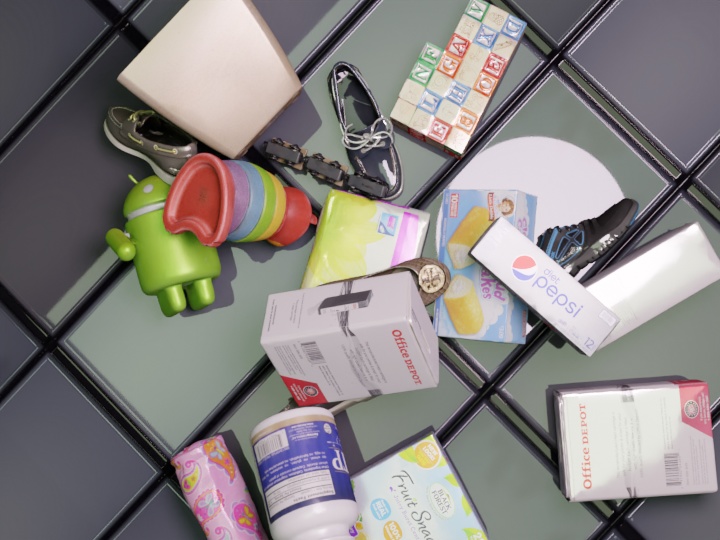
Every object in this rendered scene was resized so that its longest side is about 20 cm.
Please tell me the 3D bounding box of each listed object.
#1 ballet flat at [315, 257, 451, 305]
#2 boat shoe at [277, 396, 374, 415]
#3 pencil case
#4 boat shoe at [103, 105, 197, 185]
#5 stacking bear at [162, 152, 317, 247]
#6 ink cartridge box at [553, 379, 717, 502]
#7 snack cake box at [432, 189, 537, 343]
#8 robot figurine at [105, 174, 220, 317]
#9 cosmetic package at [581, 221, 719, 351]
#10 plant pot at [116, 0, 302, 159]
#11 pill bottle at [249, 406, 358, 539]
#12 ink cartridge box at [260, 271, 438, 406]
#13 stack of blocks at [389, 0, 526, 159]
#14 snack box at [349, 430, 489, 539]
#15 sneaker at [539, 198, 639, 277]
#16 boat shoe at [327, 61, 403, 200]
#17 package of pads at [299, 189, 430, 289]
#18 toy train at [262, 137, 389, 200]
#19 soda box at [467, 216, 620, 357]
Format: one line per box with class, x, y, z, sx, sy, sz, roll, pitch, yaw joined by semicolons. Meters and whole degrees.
ballet flat;0.024;0.027;1.409;0.197;0.046;0.068;-10;89;2
boat shoe;-0.049;0.173;1.465;0.198;0.067;0.058;-24;76;8
pencil case;-0.188;0.330;1.462;0.087;0.087;0.202;-27;87;2
boat shoe;-0.287;-0.186;1.461;0.201;0.072;0.061;36;133;34
stacking bear;-0.145;-0.084;1.419;0.120;0.199;0.115;18;95;40
ink cartridge box;0.364;0.227;1.425;0.197;0.085;0.148;-4;87;2
snack cake box;0.168;-0.006;1.435;0.114;0.067;0.203;3;87;35
robot figurine;-0.261;-0.042;1.464;0.173;0.115;0.203;-12;85;-24
cosmetic package;0.374;0.021;1.423;0.198;0.108;0.086;-30;86;4
plant pot;-0.186;-0.259;1.439;0.200;0.200;0.177;-45;96;1
pill bottle;-0.068;0.292;1.375;0.118;0.120;0.202;-18;65;3
ink cartridge box;-0.009;0.091;1.366;0.197;0.145;0.085;-9;46;17
stack of blocks;0.135;-0.273;1.475;0.114;0.059;0.202;28;90;5
snack box;0.053;0.342;1.450;0.198;0.068;0.170;-30;85;1
sneaker;0.293;-0.040;1.447;0.199;0.073;0.082;-40;78;-1
boat shoe;0.007;-0.196;1.479;0.074;0.062;0.203;-18;87;1
package of pads;0.000;0.000;1.468;0.152;0.068;0.203;14;88;4
toy train;-0.048;-0.143;1.473;0.198;0.046;0.035;23;101;19
soda box;0.230;0.020;1.342;0.199;0.068;0.064;41;90;2
